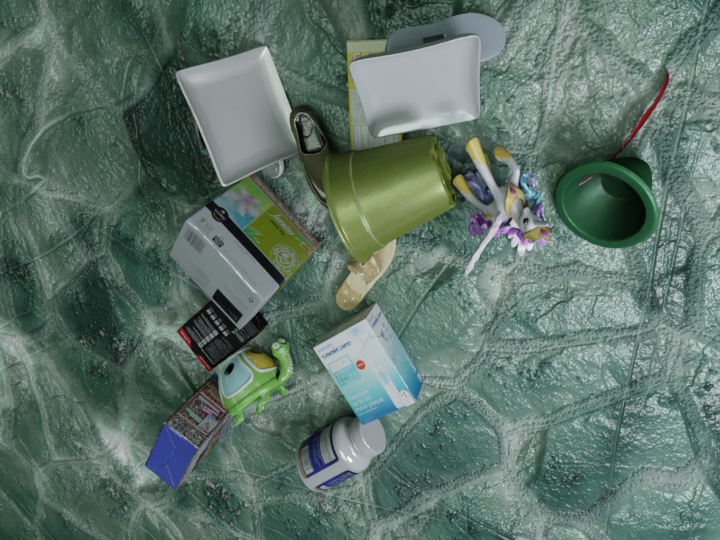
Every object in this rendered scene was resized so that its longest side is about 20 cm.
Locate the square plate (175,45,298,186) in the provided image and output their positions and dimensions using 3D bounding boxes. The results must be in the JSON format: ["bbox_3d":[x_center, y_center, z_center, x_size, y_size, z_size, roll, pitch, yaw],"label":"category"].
[{"bbox_3d":[-0.212,-0.282,0.991,0.028,0.198,0.204,-3,113,52],"label":"square plate"}]

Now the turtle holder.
[{"bbox_3d":[-0.239,0.240,1.221,0.185,0.139,0.134,-42,77,37],"label":"turtle holder"}]

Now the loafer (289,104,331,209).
[{"bbox_3d":[-0.083,-0.207,1.018,0.073,0.070,0.205,-24,101,6],"label":"loafer"}]

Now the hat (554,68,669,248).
[{"bbox_3d":[0.437,-0.162,0.891,0.166,0.177,0.200,44,155,-4],"label":"hat"}]

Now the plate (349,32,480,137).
[{"bbox_3d":[0.093,-0.294,0.873,0.193,0.200,0.033,-8,69,10],"label":"plate"}]

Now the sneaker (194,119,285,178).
[{"bbox_3d":[-0.239,-0.242,1.033,0.200,0.121,0.084,46,131,-2],"label":"sneaker"}]

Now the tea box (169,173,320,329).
[{"bbox_3d":[-0.220,-0.041,1.056,0.200,0.197,0.133,45,136,-4],"label":"tea box"}]

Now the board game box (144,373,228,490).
[{"bbox_3d":[-0.389,0.376,1.289,0.096,0.200,0.162,34,117,4],"label":"board game box"}]

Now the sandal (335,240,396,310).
[{"bbox_3d":[0.005,0.003,1.078,0.076,0.070,0.215,32,117,4],"label":"sandal"}]

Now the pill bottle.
[{"bbox_3d":[-0.042,0.402,1.223,0.198,0.120,0.121,-36,97,27],"label":"pill bottle"}]

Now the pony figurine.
[{"bbox_3d":[0.232,-0.096,0.910,0.163,0.194,0.204,-24,70,-15],"label":"pony figurine"}]

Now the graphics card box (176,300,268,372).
[{"bbox_3d":[-0.318,0.131,1.254,0.198,0.051,0.127,-36,95,28],"label":"graphics card box"}]

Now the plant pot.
[{"bbox_3d":[0.060,-0.141,0.937,0.185,0.201,0.206,-18,105,20],"label":"plant pot"}]

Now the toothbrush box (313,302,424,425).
[{"bbox_3d":[0.019,0.196,1.141,0.144,0.085,0.204,-28,98,26],"label":"toothbrush box"}]

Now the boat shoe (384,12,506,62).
[{"bbox_3d":[0.132,-0.362,0.890,0.195,0.086,0.077,-12,101,-4],"label":"boat shoe"}]

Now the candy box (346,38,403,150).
[{"bbox_3d":[0.028,-0.300,0.975,0.099,0.026,0.207,6,113,18],"label":"candy box"}]
